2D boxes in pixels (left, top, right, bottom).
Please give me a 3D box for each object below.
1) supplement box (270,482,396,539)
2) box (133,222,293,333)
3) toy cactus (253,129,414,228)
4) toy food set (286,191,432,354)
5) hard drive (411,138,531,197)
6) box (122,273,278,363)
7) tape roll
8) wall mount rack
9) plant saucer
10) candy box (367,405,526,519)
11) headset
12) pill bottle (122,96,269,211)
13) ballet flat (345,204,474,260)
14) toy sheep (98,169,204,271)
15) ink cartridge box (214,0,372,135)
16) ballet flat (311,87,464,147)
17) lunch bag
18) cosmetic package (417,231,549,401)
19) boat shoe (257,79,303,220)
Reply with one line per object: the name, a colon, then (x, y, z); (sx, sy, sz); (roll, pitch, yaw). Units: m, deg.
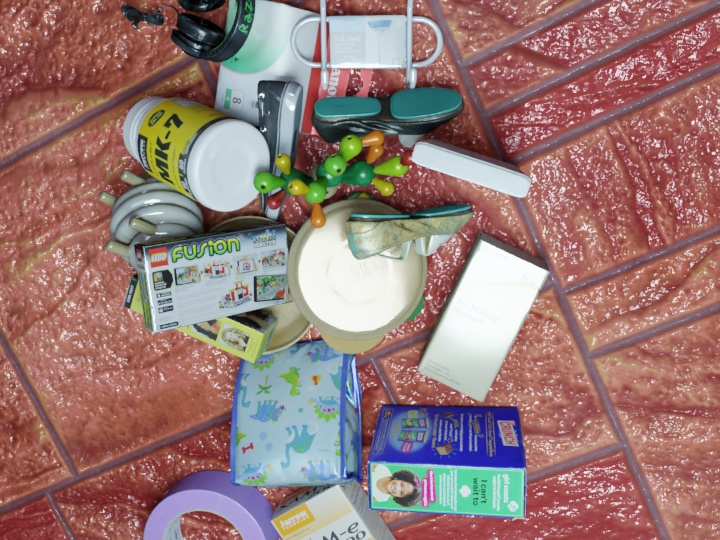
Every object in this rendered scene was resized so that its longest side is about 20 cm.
supplement box: (-0.025, 0.412, 1.084); (0.126, 0.074, 0.200); (-32, 95, 13)
box: (-0.185, 0.005, 0.941); (0.199, 0.035, 0.111); (-11, 102, -34)
toy cactus: (-0.037, -0.112, 0.924); (0.199, 0.165, 0.103); (-20, 92, -14)
toy food set: (0.000, 0.000, 0.987); (0.198, 0.049, 0.200); (-38, 98, -1)
hard drive: (0.134, -0.128, 0.878); (0.131, 0.200, 0.026); (19, 103, 5)
box: (-0.220, 0.058, 1.006); (0.199, 0.075, 0.050); (22, 107, 4)
tape roll: (-0.230, 0.417, 1.124); (0.199, 0.066, 0.201); (2, 102, 8)
wall mount rack: (0.009, -0.317, 0.908); (0.199, 0.075, 0.175); (-1, 106, -2)
plant saucer: (-0.149, 0.020, 1.041); (0.199, 0.035, 0.201); (2, 101, 9)
candy box: (0.119, 0.251, 0.977); (0.199, 0.169, 0.077); (-1, 105, 10)
headset: (-0.218, -0.333, 0.925); (0.199, 0.094, 0.124); (11, 98, 42)
pill bottle: (-0.218, -0.158, 0.934); (0.200, 0.114, 0.115); (27, 109, 41)
ballet flat: (0.066, -0.047, 0.932); (0.071, 0.199, 0.071); (15, 109, 52)
toy sheep: (-0.277, -0.056, 0.984); (0.137, 0.138, 0.201); (-27, 56, 14)
ink cartridge box: (-0.087, -0.265, 0.966); (0.199, 0.050, 0.162); (13, 104, 8)
ballet flat: (0.036, -0.198, 0.949); (0.199, 0.068, 0.069); (0, 142, 8)
lunch bag: (-0.088, 0.201, 1.027); (0.169, 0.127, 0.201); (-7, 72, 10)
cosmetic package: (0.164, 0.061, 0.981); (0.103, 0.073, 0.201); (24, 105, 4)
boat shoe: (-0.122, -0.159, 0.956); (0.066, 0.070, 0.201); (14, 132, 1)
